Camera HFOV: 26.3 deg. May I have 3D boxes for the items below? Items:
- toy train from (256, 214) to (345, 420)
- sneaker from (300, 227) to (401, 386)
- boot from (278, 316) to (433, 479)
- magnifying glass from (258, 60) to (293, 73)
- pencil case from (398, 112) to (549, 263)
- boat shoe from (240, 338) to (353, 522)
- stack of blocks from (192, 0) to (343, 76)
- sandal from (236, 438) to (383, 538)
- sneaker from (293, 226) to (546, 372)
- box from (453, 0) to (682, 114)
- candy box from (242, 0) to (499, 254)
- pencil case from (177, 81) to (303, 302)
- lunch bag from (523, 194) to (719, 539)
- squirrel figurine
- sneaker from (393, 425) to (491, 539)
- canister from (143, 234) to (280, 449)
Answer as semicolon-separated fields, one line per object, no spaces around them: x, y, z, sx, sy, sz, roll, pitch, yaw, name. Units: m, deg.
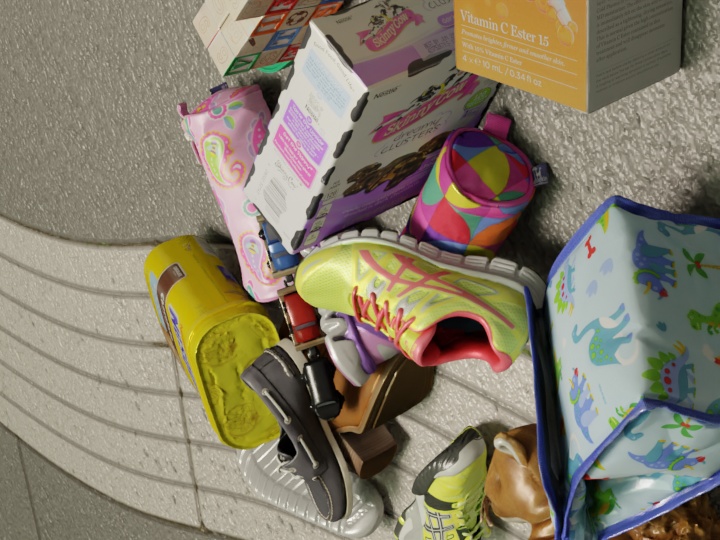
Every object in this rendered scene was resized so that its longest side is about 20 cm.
-0.054;0.037;1.368;0.046;0.034;0.201;-85;-22;-89;toy train
0.000;0.000;1.352;0.081;0.088;0.201;49;-160;-59;sneaker
-0.011;0.085;1.437;0.155;0.076;0.200;52;152;25;boot
-0.050;-0.207;1.334;0.200;0.022;0.080;17;124;51;magnifying glass
0.073;-0.030;1.226;0.089;0.088;0.200;52;143;18;pencil case
-0.062;0.161;1.445;0.073;0.063;0.201;26;139;53;boat shoe
-0.062;-0.238;1.221;0.059;0.115;0.200;61;142;14;stack of blocks
-0.053;0.218;1.587;0.202;0.083;0.050;34;179;36;sandal
0.038;0.028;1.169;0.199;0.091;0.078;8;141;17;sneaker
0.133;-0.222;0.996;0.124;0.097;0.201;26;131;44;box
0.017;-0.121;1.160;0.072;0.167;0.200;52;145;18;candy box
-0.099;-0.074;1.425;0.087;0.087;0.201;-4;111;55;pencil case
0.177;0.075;1.054;0.200;0.127;0.171;121;155;-51;lunch bag
0.185;0.188;1.196;0.200;0.141;0.187;-48;60;40;squirrel figurine
0.089;0.208;1.378;0.076;0.075;0.200;42;152;18;sneaker
-0.144;0.066;1.530;0.200;0.086;0.149;-133;24;-56;canister
